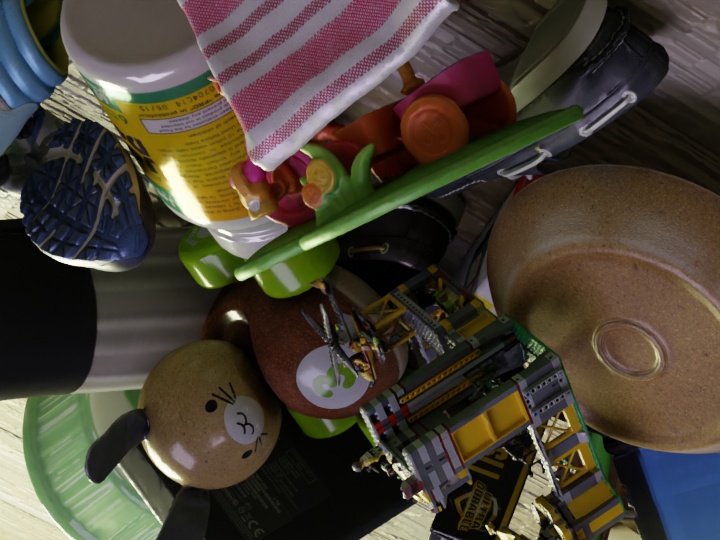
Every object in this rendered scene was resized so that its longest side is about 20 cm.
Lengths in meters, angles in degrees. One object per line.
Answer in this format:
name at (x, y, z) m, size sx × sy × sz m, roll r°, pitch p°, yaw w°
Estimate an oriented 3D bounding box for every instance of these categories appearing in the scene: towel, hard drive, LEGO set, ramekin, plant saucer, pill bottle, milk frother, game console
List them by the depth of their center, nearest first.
towel at (-0.046, -0.160, 0.857) m, size 0.030 × 0.200 × 0.146 m, roll -15°, pitch 163°, yaw -43°
plant saucer at (0.153, 0.034, 1.055) m, size 0.200 × 0.035 × 0.201 m, roll 20°, pitch 137°, yaw 19°
pill bottle at (-0.080, -0.093, 1.083) m, size 0.112 × 0.113 × 0.200 m, roll 9°, pitch 152°, yaw 23°
LEGO set at (0.045, 0.093, 1.090) m, size 0.200 × 0.116 × 0.154 m, roll 45°, pitch 162°, yaw 47°
game console at (0.199, 0.110, 1.137) m, size 0.172 × 0.119 × 0.200 m, roll 22°, pitch 150°, yaw -34°
milk frother at (-0.184, -0.024, 1.287) m, size 0.188 × 0.181 × 0.200 m, roll -4°, pitch 136°, yaw -34°
hard drive at (-0.051, 0.129, 1.304) m, size 0.140 × 0.200 × 0.033 m, roll 51°, pitch 136°, yaw 13°
ramekin at (-0.142, 0.116, 1.445) m, size 0.200 × 0.200 × 0.098 m, roll 30°, pitch 145°, yaw -18°

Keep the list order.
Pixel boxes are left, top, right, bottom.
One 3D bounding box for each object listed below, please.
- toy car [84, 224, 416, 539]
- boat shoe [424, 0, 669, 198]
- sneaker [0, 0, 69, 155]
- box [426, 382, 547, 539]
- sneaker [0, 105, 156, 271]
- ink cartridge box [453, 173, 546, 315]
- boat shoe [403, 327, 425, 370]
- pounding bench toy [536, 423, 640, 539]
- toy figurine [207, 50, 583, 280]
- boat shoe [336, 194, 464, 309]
toy car at (-0.078, 0.085, 1.203) m, size 0.158 × 0.200 × 0.164 m, roll 6°, pitch 136°, yaw 54°
boat shoe at (0.088, -0.078, 1.033) m, size 0.060 × 0.076 × 0.200 m, roll 33°, pitch 153°, yaw -12°
sneaker at (-0.244, -0.155, 1.142) m, size 0.200 × 0.131 × 0.080 m, roll 50°, pitch -173°, yaw 17°
box at (0.082, 0.151, 1.296) m, size 0.049 × 0.200 × 0.160 m, roll 20°, pitch 137°, yaw 8°
sneaker at (-0.152, -0.045, 1.128) m, size 0.085 × 0.077 × 0.200 m, roll 30°, pitch -175°, yaw -35°
ink cartridge box at (0.128, 0.009, 1.177) m, size 0.116 × 0.067 × 0.200 m, roll 21°, pitch 154°, yaw -5°
boat shoe at (0.054, 0.066, 1.347) m, size 0.075 × 0.075 × 0.202 m, roll 50°, pitch 170°, yaw 20°
pounding bench toy at (0.179, 0.166, 1.341) m, size 0.124 × 0.156 × 0.200 m, roll 3°, pitch 148°, yaw 33°
toy figurine at (-0.018, -0.114, 0.940) m, size 0.200 × 0.150 × 0.184 m, roll -25°, pitch 92°, yaw 34°
boat shoe at (0.000, 0.000, 1.262) m, size 0.072 × 0.061 × 0.201 m, roll 26°, pitch 153°, yaw -12°
